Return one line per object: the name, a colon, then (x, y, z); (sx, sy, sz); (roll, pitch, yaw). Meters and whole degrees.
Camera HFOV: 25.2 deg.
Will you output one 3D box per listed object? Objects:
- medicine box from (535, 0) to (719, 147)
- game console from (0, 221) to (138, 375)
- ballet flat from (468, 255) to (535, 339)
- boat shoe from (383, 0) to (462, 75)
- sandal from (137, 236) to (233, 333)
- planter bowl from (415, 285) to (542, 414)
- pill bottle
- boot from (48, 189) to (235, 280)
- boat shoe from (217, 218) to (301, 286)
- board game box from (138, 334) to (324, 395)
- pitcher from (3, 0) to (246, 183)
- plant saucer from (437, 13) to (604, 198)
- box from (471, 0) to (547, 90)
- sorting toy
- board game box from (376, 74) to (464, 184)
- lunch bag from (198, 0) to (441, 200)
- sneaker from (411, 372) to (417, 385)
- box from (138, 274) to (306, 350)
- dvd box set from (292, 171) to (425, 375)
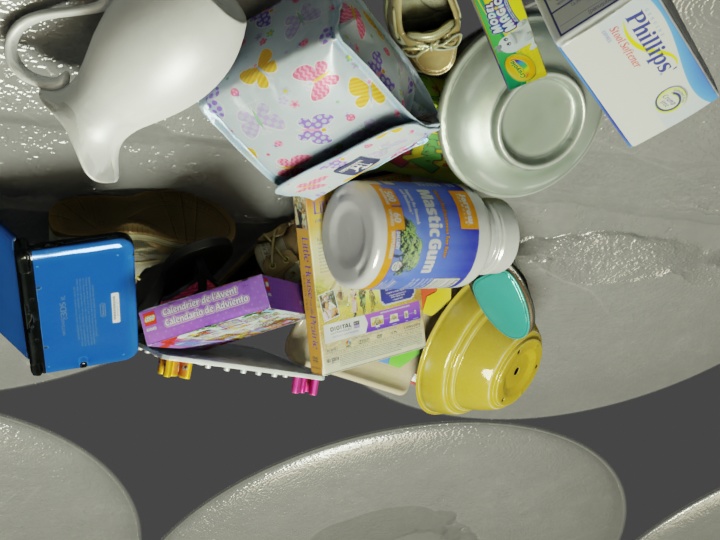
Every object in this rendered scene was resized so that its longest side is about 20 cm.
medicine box: (0.232, -0.253, 1.518); (0.102, 0.201, 0.182); (-29, 140, 16)
game console: (-0.328, 0.004, 1.697); (0.169, 0.119, 0.201); (-9, 142, -13)
ballet flat: (0.146, -0.013, 1.842); (0.068, 0.069, 0.201); (-18, 121, 35)
boat shoe: (0.061, -0.255, 1.564); (0.072, 0.064, 0.202); (-14, 141, -3)
sandal: (-0.187, 0.026, 1.720); (0.074, 0.045, 0.200); (-6, 152, -36)
planter bowl: (0.160, 0.104, 1.936); (0.200, 0.083, 0.202); (-35, 142, -34)
pill bottle: (0.068, -0.037, 1.702); (0.198, 0.113, 0.112); (-1, 140, -34)
boot: (-0.241, -0.010, 1.746); (0.197, 0.073, 0.155); (0, 139, -15)
boat shoe: (-0.091, -0.009, 1.797); (0.066, 0.075, 0.200); (16, 131, -41)
board game box: (-0.170, 0.103, 1.830); (0.198, 0.199, 0.026); (10, 92, -29)
pitcher: (-0.219, -0.208, 1.488); (0.200, 0.121, 0.172); (-42, 98, 16)
plant saucer: (0.177, -0.162, 1.669); (0.198, 0.050, 0.202); (-10, 118, -19)
box: (0.119, -0.277, 1.516); (0.048, 0.118, 0.201); (-21, 141, 5)
sorting toy: (0.029, 0.039, 1.860); (0.184, 0.036, 0.202); (19, 104, -33)
board game box: (0.093, -0.148, 1.717); (0.198, 0.048, 0.102); (7, 136, -27)
lunch bag: (-0.034, -0.161, 1.570); (0.168, 0.128, 0.200); (-23, 135, 22)
sneaker: (0.073, 0.076, 1.957); (0.198, 0.079, 0.116); (4, 139, -26)
box: (-0.136, 0.046, 1.699); (0.135, 0.040, 0.200); (-17, 173, 10)
dvd box set: (0.000, 0.000, 1.748); (0.145, 0.029, 0.203); (-14, 104, -35)
